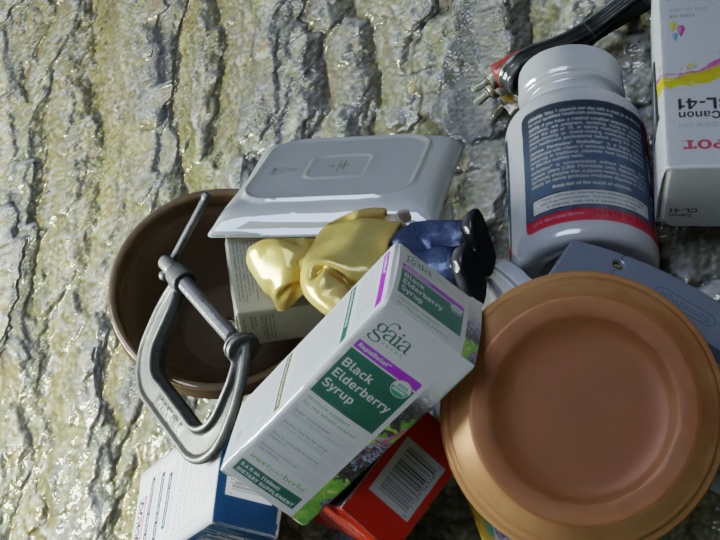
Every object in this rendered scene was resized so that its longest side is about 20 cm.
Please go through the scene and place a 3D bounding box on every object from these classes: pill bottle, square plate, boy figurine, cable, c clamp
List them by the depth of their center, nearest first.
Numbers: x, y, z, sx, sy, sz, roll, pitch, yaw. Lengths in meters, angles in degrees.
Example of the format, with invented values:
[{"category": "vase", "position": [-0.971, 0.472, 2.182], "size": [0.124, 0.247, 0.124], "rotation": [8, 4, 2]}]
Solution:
[{"category": "boy figurine", "position": [0.000, 0.000, 1.123], "size": [0.199, 0.065, 0.125], "rotation": [-7, 42, 23]}, {"category": "c clamp", "position": [-0.134, 0.053, 1.161], "size": [0.171, 0.027, 0.200], "rotation": [-60, 39, 16]}, {"category": "pill bottle", "position": [0.180, -0.082, 1.182], "size": [0.119, 0.120, 0.201], "rotation": [-15, 56, 25]}, {"category": "square plate", "position": [-0.017, -0.081, 1.268], "size": [0.197, 0.029, 0.200], "rotation": [-1, 24, 13]}, {"category": "cable", "position": [0.182, -0.210, 1.276], "size": [0.200, 0.097, 0.050], "rotation": [-42, 68, 6]}]

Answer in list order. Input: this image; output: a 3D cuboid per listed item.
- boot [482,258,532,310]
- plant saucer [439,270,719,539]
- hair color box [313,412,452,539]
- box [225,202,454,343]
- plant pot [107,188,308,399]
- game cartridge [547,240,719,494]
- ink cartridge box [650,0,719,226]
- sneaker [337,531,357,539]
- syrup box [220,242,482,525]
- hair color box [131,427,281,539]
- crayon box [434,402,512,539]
[{"category": "boot", "position": [0.101, 0.070, 1.078], "size": [0.074, 0.095, 0.200], "rotation": [108, 147, -40]}, {"category": "plant saucer", "position": [0.153, 0.097, 0.985], "size": [0.199, 0.037, 0.201], "rotation": [-1, 80, 7]}, {"category": "hair color box", "position": [-0.005, 0.152, 1.134], "size": [0.102, 0.061, 0.200], "rotation": [-52, 17, -15]}, {"category": "box", "position": [-0.013, 0.004, 1.231], "size": [0.199, 0.068, 0.083], "rotation": [-7, 62, -4]}, {"category": "plant pot", "position": [-0.125, 0.034, 1.307], "size": [0.200, 0.093, 0.202], "rotation": [0, 62, 0]}, {"category": "game cartridge", "position": [0.216, 0.065, 1.049], "size": [0.199, 0.042, 0.133], "rotation": [31, 51, 11]}, {"category": "ink cartridge box", "position": [0.306, -0.141, 1.131], "size": [0.147, 0.086, 0.201], "rotation": [0, 59, 8]}, {"category": "sneaker", "position": [0.029, 0.271, 1.102], "size": [0.081, 0.074, 0.200], "rotation": [-47, 45, 8]}, {"category": "syrup box", "position": [-0.007, 0.082, 1.018], "size": [0.200, 0.079, 0.082], "rotation": [-46, 16, 30]}, {"category": "hair color box", "position": [-0.130, 0.195, 1.194], "size": [0.200, 0.060, 0.101], "rotation": [-39, 38, 53]}, {"category": "crayon box", "position": [0.138, 0.141, 1.119], "size": [0.125, 0.052, 0.201], "rotation": [-30, 50, 14]}]
